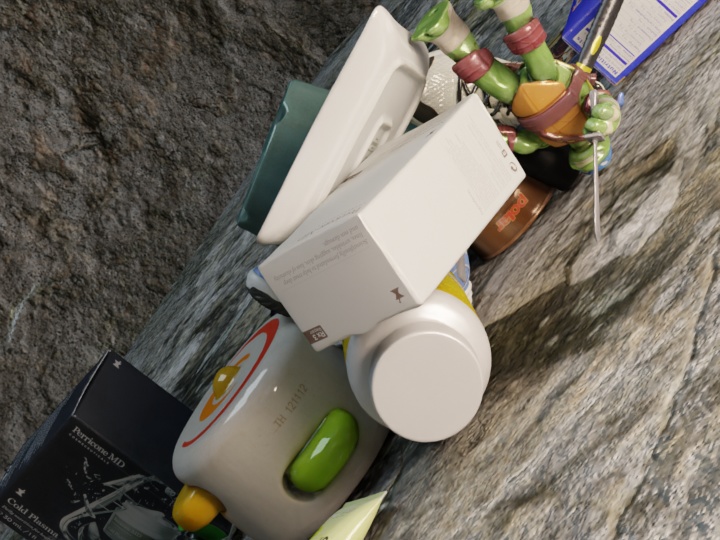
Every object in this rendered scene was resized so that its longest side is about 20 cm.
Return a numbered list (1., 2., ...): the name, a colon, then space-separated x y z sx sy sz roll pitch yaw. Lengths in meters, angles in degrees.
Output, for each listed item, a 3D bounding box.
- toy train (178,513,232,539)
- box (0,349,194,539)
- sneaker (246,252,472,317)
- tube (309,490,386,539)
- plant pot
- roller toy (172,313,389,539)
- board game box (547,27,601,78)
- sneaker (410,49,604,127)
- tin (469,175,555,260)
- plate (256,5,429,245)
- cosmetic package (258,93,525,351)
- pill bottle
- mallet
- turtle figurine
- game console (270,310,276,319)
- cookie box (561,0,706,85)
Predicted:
1. toy train: -0.148 0.239 1.380 0.056 0.042 0.202 -30 34 40
2. box: -0.264 0.230 1.541 0.197 0.199 0.124 -45 14 31
3. sneaker: 0.000 0.000 1.209 0.076 0.197 0.078 -120 31 -67
4. tube: -0.050 0.244 1.038 0.057 0.052 0.201 18 57 34
5. plant pot: -0.004 -0.077 1.342 0.200 0.194 0.203 -159 90 -83
6. roller toy: -0.073 0.134 1.227 0.200 0.139 0.183 -44 13 36
7. board game box: 0.186 -0.183 1.462 0.200 0.034 0.136 -46 13 27
8. sneaker: 0.131 -0.163 1.271 0.087 0.197 0.077 -162 70 -66
9. tin: 0.135 -0.078 1.336 0.112 0.042 0.200 -45 12 13
10. plate: -0.002 -0.103 1.135 0.202 0.032 0.199 -61 -10 7
11. cosmetic package: 0.027 -0.037 1.032 0.112 0.082 0.200 -26 13 38
12. pill bottle: 0.042 0.059 1.083 0.112 0.111 0.200 -49 12 7
13. mallet: 0.182 -0.174 1.219 0.041 0.065 0.203 -154 82 -77
14. turtle figurine: 0.125 -0.121 1.106 0.200 0.194 0.143 -46 22 -15
15. game console: -0.093 0.110 1.446 0.171 0.118 0.200 -48 11 14
16. cookie box: 0.285 -0.291 1.298 0.200 0.075 0.172 -44 13 34
